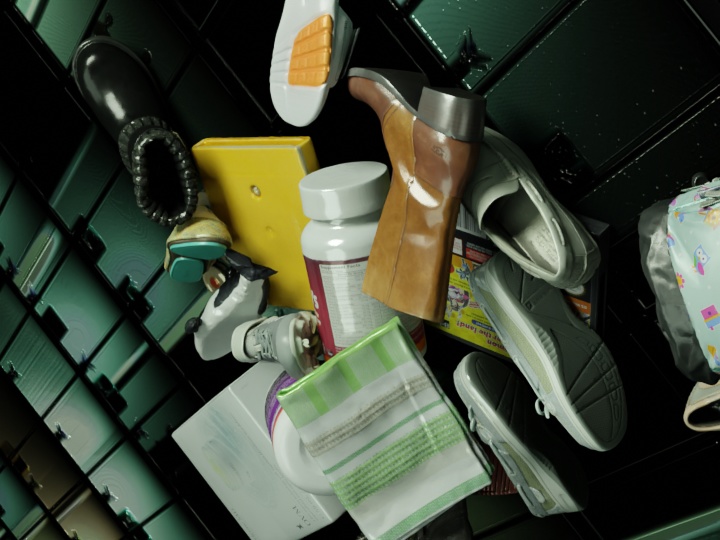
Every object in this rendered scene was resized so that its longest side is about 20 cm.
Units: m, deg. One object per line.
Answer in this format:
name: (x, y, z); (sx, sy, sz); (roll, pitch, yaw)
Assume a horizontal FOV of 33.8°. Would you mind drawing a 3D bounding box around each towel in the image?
towel: (0.028, 0.165, 1.167); (0.201, 0.148, 0.031); (58, 177, -17)

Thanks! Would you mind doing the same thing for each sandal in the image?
sandal: (-0.031, -0.234, 1.095); (0.079, 0.059, 0.209); (27, 115, 41)

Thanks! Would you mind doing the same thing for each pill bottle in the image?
pill bottle: (-0.045, 0.161, 1.275); (0.113, 0.112, 0.200); (61, 176, -11)
pill bottle: (0.000, 0.000, 1.192); (0.109, 0.109, 0.202); (7, 116, 42)

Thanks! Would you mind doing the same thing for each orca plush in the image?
orca plush: (-0.152, 0.024, 1.335); (0.201, 0.104, 0.072); (104, 153, -59)

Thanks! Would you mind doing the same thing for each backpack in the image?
backpack: (0.310, -0.002, 0.857); (0.199, 0.126, 0.169); (-20, 91, 43)

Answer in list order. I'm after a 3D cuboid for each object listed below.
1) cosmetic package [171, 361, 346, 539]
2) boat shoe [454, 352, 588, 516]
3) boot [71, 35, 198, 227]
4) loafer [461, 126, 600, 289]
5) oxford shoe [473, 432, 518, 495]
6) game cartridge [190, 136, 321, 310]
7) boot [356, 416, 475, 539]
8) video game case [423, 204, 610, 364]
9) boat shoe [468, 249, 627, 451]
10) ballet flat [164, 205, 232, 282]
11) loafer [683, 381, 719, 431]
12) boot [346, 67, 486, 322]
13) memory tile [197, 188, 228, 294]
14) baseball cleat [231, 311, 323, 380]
cosmetic package: (-0.102, 0.221, 1.467); (0.200, 0.123, 0.200); (51, 143, 1)
boat shoe: (0.150, 0.167, 1.168); (0.064, 0.075, 0.202); (-26, 117, 31)
boot: (-0.243, -0.156, 1.294); (0.212, 0.079, 0.158); (56, -177, -17)
loafer: (0.125, -0.063, 1.030); (0.200, 0.069, 0.070); (46, 117, 26)
oxford shoe: (0.100, 0.200, 1.304); (0.198, 0.075, 0.071); (11, 88, 26)
game cartridge: (-0.089, -0.049, 1.294); (0.175, 0.032, 0.202); (6, 125, 43)
boot: (0.041, 0.236, 1.262); (0.198, 0.069, 0.176); (-9, 87, 23)
video game case: (0.142, 0.008, 1.129); (0.199, 0.025, 0.182); (21, 132, 33)
boat shoe: (0.170, 0.075, 1.079); (0.203, 0.074, 0.065); (55, 146, 1)
ballet flat: (-0.187, -0.038, 1.344); (0.071, 0.070, 0.200); (52, 160, 0)
loafer: (0.349, 0.097, 0.954); (0.199, 0.063, 0.072); (-23, 102, 51)
boot: (0.035, -0.074, 1.069); (0.188, 0.068, 0.202); (27, 114, 44)
memory tile: (-0.141, -0.028, 1.397); (0.199, 0.017, 0.155); (1, 119, 45)
baseball cleat: (-0.090, 0.083, 1.255); (0.105, 0.200, 0.071); (-9, 88, 5)
